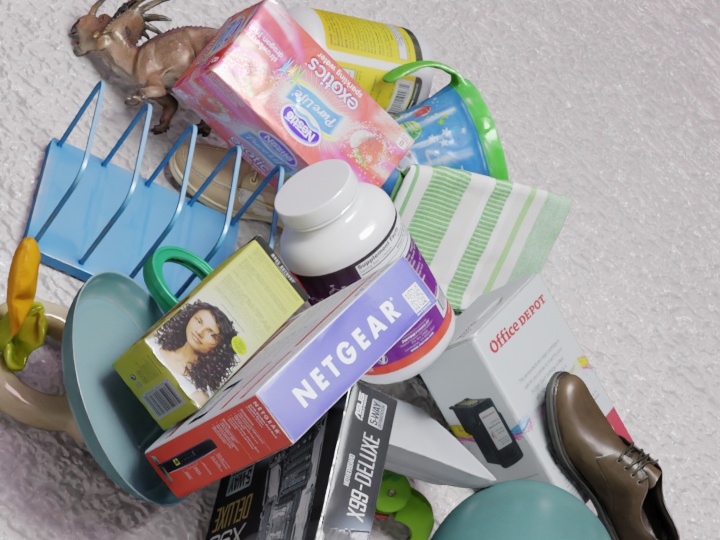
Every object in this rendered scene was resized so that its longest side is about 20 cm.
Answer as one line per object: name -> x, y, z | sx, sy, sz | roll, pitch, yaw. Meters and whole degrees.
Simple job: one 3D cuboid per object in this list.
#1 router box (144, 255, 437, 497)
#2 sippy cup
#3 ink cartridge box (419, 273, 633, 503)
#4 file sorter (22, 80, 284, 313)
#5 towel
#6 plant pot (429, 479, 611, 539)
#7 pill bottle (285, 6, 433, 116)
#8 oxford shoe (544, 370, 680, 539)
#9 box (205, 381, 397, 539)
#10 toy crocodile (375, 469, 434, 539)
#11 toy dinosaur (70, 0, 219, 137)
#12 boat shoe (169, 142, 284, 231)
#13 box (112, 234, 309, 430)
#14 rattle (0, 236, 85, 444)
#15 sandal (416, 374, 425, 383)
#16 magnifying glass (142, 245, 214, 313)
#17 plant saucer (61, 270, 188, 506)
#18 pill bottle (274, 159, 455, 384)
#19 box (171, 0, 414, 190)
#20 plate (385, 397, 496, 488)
router box -> -0.057, 0.086, 1.541 | 0.049, 0.179, 0.200 | 52, 52, -6
sippy cup -> 0.068, -0.113, 1.966 | 0.130, 0.140, 0.178 | -18, 73, -9
ink cartridge box -> 0.158, 0.125, 1.844 | 0.146, 0.083, 0.200 | -40, 103, -48
file sorter -> -0.183, -0.060, 1.748 | 0.199, 0.123, 0.139 | 25, 45, -20
towel -> 0.103, -0.025, 1.927 | 0.199, 0.153, 0.023 | 12, 20, -29
plant pot -> 0.139, 0.279, 1.672 | 0.200, 0.201, 0.161 | 34, 30, -9
pill bottle -> -0.034, -0.211, 1.994 | 0.199, 0.112, 0.113 | 8, 52, -33
oxford shoe -> 0.239, 0.177, 1.783 | 0.073, 0.084, 0.200 | -39, 102, -47
box -> -0.056, 0.192, 1.558 | 0.050, 0.200, 0.158 | 27, 58, -23
toy crocodile -> -0.019, 0.184, 1.724 | 0.199, 0.062, 0.068 | 26, 5, -16
toy dinosaur -> -0.176, -0.210, 1.876 | 0.199, 0.086, 0.136 | 1, 70, -17
boat shoe -> -0.088, -0.087, 1.882 | 0.199, 0.069, 0.074 | 21, 46, -23
box -> -0.122, 0.049, 1.609 | 0.075, 0.050, 0.200 | 51, 36, -7
rattle -> -0.219, 0.074, 1.604 | 0.200, 0.143, 0.130 | 39, 23, 5
sandal -> 0.091, 0.088, 1.900 | 0.200, 0.048, 0.076 | 0, 59, -54
magnifying glass -> -0.107, 0.044, 1.694 | 0.200, 0.022, 0.080 | 32, 32, -24
plant saucer -> -0.191, 0.099, 1.582 | 0.200, 0.027, 0.201 | 51, 29, -43
pill bottle -> 0.000, 0.000, 1.748 | 0.200, 0.112, 0.113 | 59, 33, -31
box -> -0.063, -0.146, 1.808 | 0.200, 0.095, 0.103 | 45, 66, -17
plate -> 0.001, 0.138, 1.729 | 0.199, 0.032, 0.200 | 22, 7, -23
